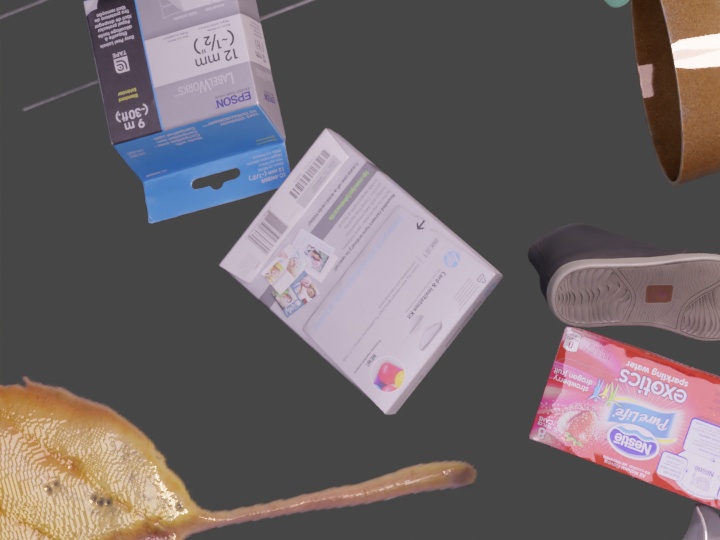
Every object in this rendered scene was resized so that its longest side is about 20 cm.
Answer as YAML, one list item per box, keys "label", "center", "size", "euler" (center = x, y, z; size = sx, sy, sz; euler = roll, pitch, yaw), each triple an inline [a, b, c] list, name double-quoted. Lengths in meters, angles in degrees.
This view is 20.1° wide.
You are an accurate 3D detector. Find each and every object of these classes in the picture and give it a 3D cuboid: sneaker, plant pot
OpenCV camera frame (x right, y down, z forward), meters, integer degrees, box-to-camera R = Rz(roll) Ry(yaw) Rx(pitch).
- label: "sneaker"
  center: [0.241, 0.000, 1.682]
  size: [0.198, 0.106, 0.075]
  euler: [5, 113, -12]
- label: "plant pot"
  center: [0.331, -0.176, 1.626]
  size: [0.198, 0.186, 0.188]
  euler: [-9, 84, -1]

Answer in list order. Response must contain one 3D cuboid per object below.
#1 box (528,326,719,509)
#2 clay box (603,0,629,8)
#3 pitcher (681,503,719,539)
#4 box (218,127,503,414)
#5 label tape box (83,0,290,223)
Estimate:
- label: "box"
  center: [0.248, 0.123, 1.655]
  size: [0.198, 0.095, 0.101]
  euler: [19, 91, 15]
- label: "clay box"
  center: [0.192, -0.324, 1.725]
  size: [0.115, 0.048, 0.200]
  euler: [-43, 78, 9]
- label: "pitcher"
  center: [0.222, 0.304, 1.631]
  size: [0.199, 0.121, 0.173]
  euler: [-28, 75, 17]
- label: "box"
  center: [0.000, 0.000, 1.760]
  size: [0.200, 0.041, 0.156]
  euler: [40, 97, 15]
- label: "label tape box"
  center: [-0.152, -0.158, 1.799]
  size: [0.142, 0.066, 0.202]
  euler: [-14, 81, 14]
